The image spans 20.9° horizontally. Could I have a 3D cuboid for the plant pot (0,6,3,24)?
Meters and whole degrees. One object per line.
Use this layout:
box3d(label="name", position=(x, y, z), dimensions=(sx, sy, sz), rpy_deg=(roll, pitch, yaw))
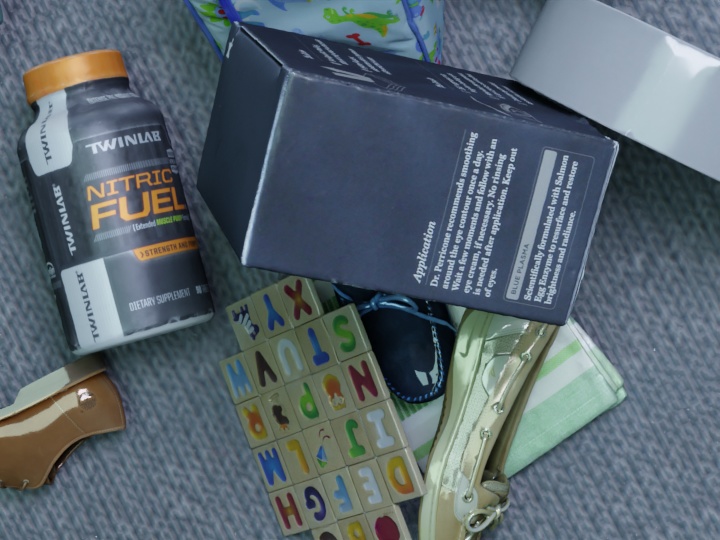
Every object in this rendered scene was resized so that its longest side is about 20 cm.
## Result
box3d(label="plant pot", position=(-0.347, -0.242, 1.348), dimensions=(0.200, 0.200, 0.197), rpy_deg=(-15, 98, 13))

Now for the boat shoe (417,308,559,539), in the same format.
box3d(label="boat shoe", position=(0.085, 0.119, 1.297), dimensions=(0.063, 0.073, 0.201), rpy_deg=(12, 90, 17))

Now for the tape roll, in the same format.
box3d(label="tape roll", position=(0.195, -0.107, 1.213), dimensions=(0.200, 0.200, 0.066), rpy_deg=(27, 98, 10))

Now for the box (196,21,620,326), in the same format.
box3d(label="box", position=(0.019, -0.062, 1.166), dimensions=(0.199, 0.197, 0.118), rpy_deg=(11, 102, -15))

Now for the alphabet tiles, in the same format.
box3d(label="alphabet tiles", position=(-0.029, 0.105, 1.324), dimensions=(0.166, 0.006, 0.201), rpy_deg=(-24, 86, 50))

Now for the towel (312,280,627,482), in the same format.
box3d(label="towel", position=(0.069, 0.044, 1.342), dimensions=(0.152, 0.023, 0.200), rpy_deg=(-35, 86, 13))

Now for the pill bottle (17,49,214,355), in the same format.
box3d(label="pill bottle", position=(-0.176, -0.049, 1.351), dimensions=(0.106, 0.106, 0.201), rpy_deg=(-16, 89, 13))

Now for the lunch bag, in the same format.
box3d(label="lunch bag", position=(-0.032, -0.181, 1.263), dimensions=(0.160, 0.200, 0.083), rpy_deg=(2, 69, 12))

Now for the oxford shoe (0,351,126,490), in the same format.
box3d(label="oxford shoe", position=(-0.260, 0.133, 1.399), dimensions=(0.200, 0.071, 0.071), rpy_deg=(-27, 92, 12))

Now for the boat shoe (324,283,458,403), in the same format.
box3d(label="boat shoe", position=(0.000, 0.000, 1.307), dimensions=(0.084, 0.069, 0.200), rpy_deg=(-29, 88, 15))
